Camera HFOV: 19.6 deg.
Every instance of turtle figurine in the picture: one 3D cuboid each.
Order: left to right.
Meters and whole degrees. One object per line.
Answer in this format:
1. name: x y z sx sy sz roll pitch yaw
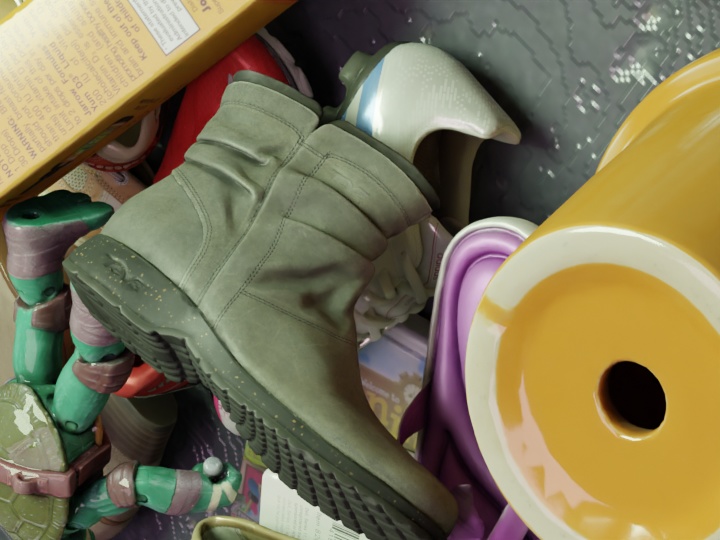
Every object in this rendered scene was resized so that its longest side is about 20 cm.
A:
1. turtle figurine: -0.126 0.074 0.945 0.149 0.101 0.201 25 126 29

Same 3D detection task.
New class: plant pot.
1. plant pot: 0.139 0.024 0.741 0.199 0.183 0.202 14 113 35

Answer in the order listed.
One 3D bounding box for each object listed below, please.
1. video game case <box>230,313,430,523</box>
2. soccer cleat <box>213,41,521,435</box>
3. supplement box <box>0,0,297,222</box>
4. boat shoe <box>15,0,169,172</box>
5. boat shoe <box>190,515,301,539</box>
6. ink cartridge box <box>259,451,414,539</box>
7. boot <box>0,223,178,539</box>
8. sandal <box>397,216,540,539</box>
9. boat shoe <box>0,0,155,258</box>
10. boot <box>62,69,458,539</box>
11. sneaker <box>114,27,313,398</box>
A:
1. video game case: 0.026 0.114 0.972 0.199 0.022 0.183 30 121 29
2. soccer cleat: 0.000 0.000 0.905 0.086 0.070 0.201 35 112 27
3. supplement box: -0.114 -0.095 0.906 0.200 0.067 0.069 -38 87 13
4. boat shoe: -0.136 -0.144 0.972 0.063 0.071 0.201 176 79 -78
5. boat shoe: -0.014 0.136 0.837 0.200 0.073 0.064 -1 109 65
6. ink cartridge box: 0.049 0.159 0.910 0.199 0.067 0.118 20 115 34
7. boot: -0.177 0.050 1.090 0.146 0.070 0.201 -40 78 43
8. sandal: 0.044 0.080 0.831 0.082 0.050 0.204 -4 86 36
9. boat shoe: -0.164 -0.107 1.035 0.076 0.072 0.201 -33 92 29
10. boot: -0.011 0.009 0.822 0.200 0.131 0.068 39 165 19
11. sneaker: -0.076 -0.020 0.971 0.077 0.085 0.201 33 123 26
